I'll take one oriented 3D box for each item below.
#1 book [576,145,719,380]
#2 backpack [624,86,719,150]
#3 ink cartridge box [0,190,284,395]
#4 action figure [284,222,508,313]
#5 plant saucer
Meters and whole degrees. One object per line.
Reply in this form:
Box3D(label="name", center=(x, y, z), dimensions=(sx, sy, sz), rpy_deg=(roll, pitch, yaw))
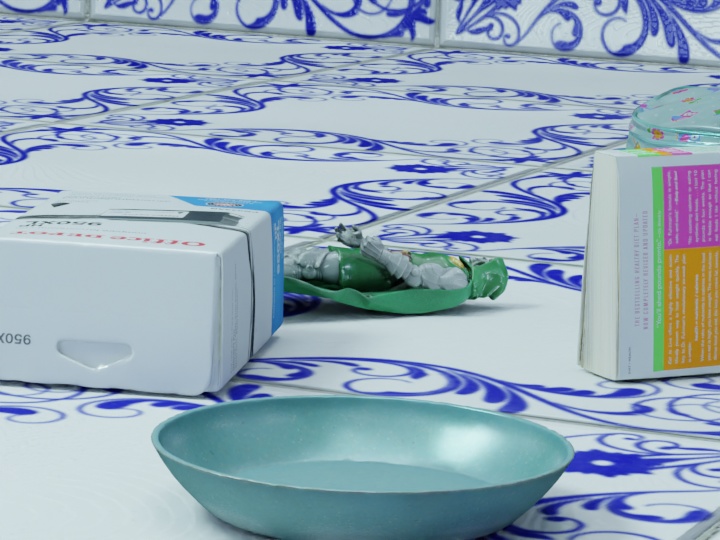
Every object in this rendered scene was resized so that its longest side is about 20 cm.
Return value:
Box3D(label="book", center=(0.229, -0.009, 1.786), dimensions=(0.199, 0.134, 0.048), rpy_deg=(-2, 10, -27))
Box3D(label="backpack", center=(0.290, -0.068, 2.178), dimensions=(0.200, 0.127, 0.167), rpy_deg=(5, 13, 36))
Box3D(label="ink cartridge box", center=(-0.131, 0.009, 1.747), dimensions=(0.144, 0.084, 0.200), rpy_deg=(3, 10, 8))
Box3D(label="action figure", center=(0.000, 0.000, 1.942), dimensions=(0.199, 0.055, 0.118), rpy_deg=(4, 6, -15))
Box3D(label="plant saucer", center=(0.001, 0.096, 1.408), dimensions=(0.199, 0.036, 0.200), rpy_deg=(2, 10, 0))
